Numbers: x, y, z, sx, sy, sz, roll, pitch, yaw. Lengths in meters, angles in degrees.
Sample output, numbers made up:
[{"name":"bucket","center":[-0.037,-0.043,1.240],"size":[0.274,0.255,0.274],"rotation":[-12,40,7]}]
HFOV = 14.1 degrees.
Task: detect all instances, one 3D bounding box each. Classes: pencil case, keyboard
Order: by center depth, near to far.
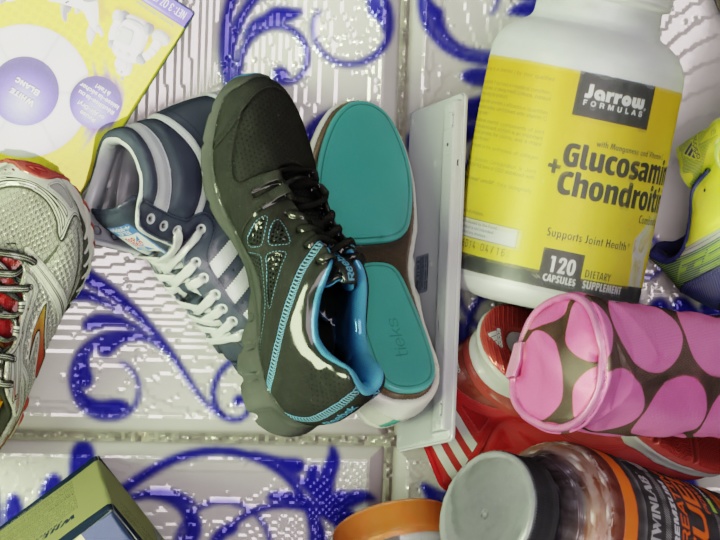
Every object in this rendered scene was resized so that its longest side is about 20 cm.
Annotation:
[{"name":"pencil case","center":[0.169,0.058,1.614],"size":[0.200,0.094,0.091],"rotation":[9,96,-42]},{"name":"keyboard","center":[0.040,0.001,1.647],"size":[0.011,0.056,0.200],"rotation":[9,76,-25]}]

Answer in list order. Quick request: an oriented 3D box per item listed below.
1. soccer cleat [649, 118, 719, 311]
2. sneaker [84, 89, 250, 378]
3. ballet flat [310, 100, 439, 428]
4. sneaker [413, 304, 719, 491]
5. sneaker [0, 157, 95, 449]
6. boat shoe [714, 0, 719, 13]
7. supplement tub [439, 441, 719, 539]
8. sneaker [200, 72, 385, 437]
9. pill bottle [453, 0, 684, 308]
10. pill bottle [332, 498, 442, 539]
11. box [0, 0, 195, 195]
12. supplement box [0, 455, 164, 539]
[{"name":"soccer cleat","center":[0.221,-0.067,1.656],"size":[0.084,0.065,0.200],"rotation":[30,122,16]},{"name":"sneaker","center":[-0.089,0.004,1.627],"size":[0.108,0.070,0.200],"rotation":[-16,91,-40]},{"name":"ballet flat","center":[0.000,0.000,1.652],"size":[0.069,0.069,0.200],"rotation":[-6,62,-8]},{"name":"sneaker","center":[0.113,0.088,1.694],"size":[0.200,0.078,0.115],"rotation":[27,135,-30]},{"name":"sneaker","center":[-0.198,0.033,1.596],"size":[0.078,0.082,0.200],"rotation":[16,114,-2]},{"name":"boat shoe","center":[0.274,-0.108,1.690],"size":[0.076,0.072,0.200],"rotation":[-39,99,-3]},{"name":"supplement tub","center":[0.136,0.158,1.632],"size":[0.200,0.107,0.107],"rotation":[21,92,-43]},{"name":"sneaker","center":[-0.029,-0.014,1.582],"size":[0.073,0.082,0.200],"rotation":[-6,82,-42]},{"name":"pill bottle","center":[0.121,-0.078,1.650],"size":[0.112,0.112,0.200],"rotation":[11,93,-9]},{"name":"pill bottle","center":[0.038,0.231,1.638],"size":[0.106,0.106,0.200],"rotation":[-10,65,-7]},{"name":"box","center":[-0.195,-0.092,1.637],"size":[0.117,0.048,0.200],"rotation":[32,91,-9]},{"name":"supplement box","center":[-0.178,0.224,1.587],"size":[0.200,0.200,0.134],"rotation":[-37,98,-4]}]
